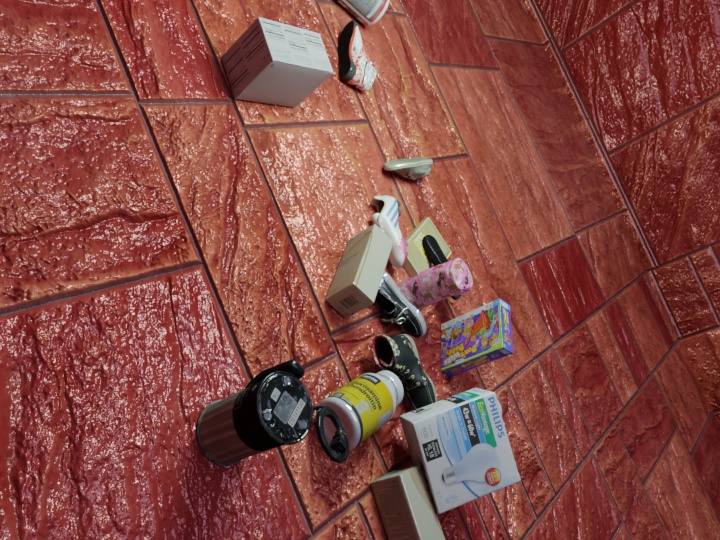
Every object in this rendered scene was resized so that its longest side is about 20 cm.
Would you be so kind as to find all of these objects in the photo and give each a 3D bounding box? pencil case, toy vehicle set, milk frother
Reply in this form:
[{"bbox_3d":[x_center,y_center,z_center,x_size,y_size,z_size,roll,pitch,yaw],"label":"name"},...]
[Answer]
[{"bbox_3d":[0.181,0.040,1.651,0.087,0.198,0.083,51,42,-15],"label":"pencil case"},{"bbox_3d":[0.174,-0.050,1.833,0.125,0.026,0.200,56,39,-9],"label":"toy vehicle set"},{"bbox_3d":[-0.144,0.279,1.161,0.180,0.186,0.203,-35,96,-50],"label":"milk frother"}]

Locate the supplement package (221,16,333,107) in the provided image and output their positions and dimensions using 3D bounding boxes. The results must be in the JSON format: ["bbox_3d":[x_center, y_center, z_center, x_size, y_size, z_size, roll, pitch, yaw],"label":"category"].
[{"bbox_3d":[-0.193,-0.478,1.562,0.198,0.154,0.113,-6,72,-49],"label":"supplement package"}]

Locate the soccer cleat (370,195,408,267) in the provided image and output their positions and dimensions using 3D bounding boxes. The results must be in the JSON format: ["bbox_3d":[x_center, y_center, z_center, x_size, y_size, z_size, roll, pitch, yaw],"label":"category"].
[{"bbox_3d":[0.066,-0.101,1.720,0.085,0.070,0.204,7,60,-27],"label":"soccer cleat"}]

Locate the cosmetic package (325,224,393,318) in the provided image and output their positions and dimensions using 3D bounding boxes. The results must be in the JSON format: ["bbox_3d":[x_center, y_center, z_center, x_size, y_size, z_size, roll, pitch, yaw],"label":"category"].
[{"bbox_3d":[0.000,0.000,1.549,0.073,0.103,0.202,41,42,-22],"label":"cosmetic package"}]

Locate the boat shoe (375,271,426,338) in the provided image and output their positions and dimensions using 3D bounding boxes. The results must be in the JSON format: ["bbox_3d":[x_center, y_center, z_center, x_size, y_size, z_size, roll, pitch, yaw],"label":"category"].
[{"bbox_3d":[0.085,0.096,1.613,0.201,0.073,0.068,56,47,-19],"label":"boat shoe"}]

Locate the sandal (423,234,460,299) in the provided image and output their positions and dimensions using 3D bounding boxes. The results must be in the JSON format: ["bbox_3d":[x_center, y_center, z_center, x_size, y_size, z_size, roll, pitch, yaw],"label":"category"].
[{"bbox_3d":[0.215,-0.003,1.805,0.074,0.045,0.203,11,47,-51],"label":"sandal"}]

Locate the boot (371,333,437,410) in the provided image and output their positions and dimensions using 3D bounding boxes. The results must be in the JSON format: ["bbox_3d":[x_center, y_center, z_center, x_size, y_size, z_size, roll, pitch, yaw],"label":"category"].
[{"bbox_3d":[0.097,0.238,1.518,0.153,0.073,0.207,18,47,-61],"label":"boot"}]

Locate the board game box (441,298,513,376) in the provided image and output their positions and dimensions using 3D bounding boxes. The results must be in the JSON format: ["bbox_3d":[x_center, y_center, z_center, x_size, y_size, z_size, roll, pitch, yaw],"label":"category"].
[{"bbox_3d":[0.292,0.172,1.700,0.044,0.198,0.137,28,49,-32],"label":"board game box"}]

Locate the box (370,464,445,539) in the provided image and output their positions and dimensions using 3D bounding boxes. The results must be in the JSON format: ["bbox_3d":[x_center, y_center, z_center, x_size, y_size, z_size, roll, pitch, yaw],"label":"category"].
[{"bbox_3d":[0.104,0.517,1.379,0.077,0.094,0.204,-7,75,-49],"label":"box"}]

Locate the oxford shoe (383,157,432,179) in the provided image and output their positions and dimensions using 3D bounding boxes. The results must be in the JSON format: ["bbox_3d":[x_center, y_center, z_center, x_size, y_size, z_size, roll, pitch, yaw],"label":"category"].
[{"bbox_3d":[0.139,-0.287,1.903,0.198,0.074,0.059,-13,115,-49],"label":"oxford shoe"}]

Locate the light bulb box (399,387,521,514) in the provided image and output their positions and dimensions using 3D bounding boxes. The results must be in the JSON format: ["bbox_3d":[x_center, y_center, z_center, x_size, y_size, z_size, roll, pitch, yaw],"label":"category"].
[{"bbox_3d":[0.213,0.382,1.448,0.196,0.125,0.203,-18,89,-11],"label":"light bulb box"}]

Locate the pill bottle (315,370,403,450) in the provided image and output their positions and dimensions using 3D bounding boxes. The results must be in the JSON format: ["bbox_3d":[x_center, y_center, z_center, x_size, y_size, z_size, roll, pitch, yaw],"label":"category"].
[{"bbox_3d":[0.005,0.281,1.387,0.199,0.111,0.114,-24,86,-52],"label":"pill bottle"}]

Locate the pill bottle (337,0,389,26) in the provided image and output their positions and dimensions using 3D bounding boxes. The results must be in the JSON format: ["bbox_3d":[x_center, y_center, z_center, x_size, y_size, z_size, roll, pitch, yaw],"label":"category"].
[{"bbox_3d":[-0.016,-0.836,1.996,0.198,0.115,0.118,31,48,-34],"label":"pill bottle"}]

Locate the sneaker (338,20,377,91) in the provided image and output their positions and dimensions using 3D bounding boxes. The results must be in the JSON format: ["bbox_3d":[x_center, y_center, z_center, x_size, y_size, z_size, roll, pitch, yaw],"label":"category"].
[{"bbox_3d":[-0.005,-0.609,1.921,0.107,0.067,0.206,23,56,-39],"label":"sneaker"}]

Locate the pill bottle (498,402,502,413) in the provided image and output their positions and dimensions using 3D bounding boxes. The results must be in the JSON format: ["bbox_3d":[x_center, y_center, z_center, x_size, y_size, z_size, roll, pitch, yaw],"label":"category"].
[{"bbox_3d":[0.262,0.365,1.626,0.198,0.112,0.115,-11,77,-50],"label":"pill bottle"}]
